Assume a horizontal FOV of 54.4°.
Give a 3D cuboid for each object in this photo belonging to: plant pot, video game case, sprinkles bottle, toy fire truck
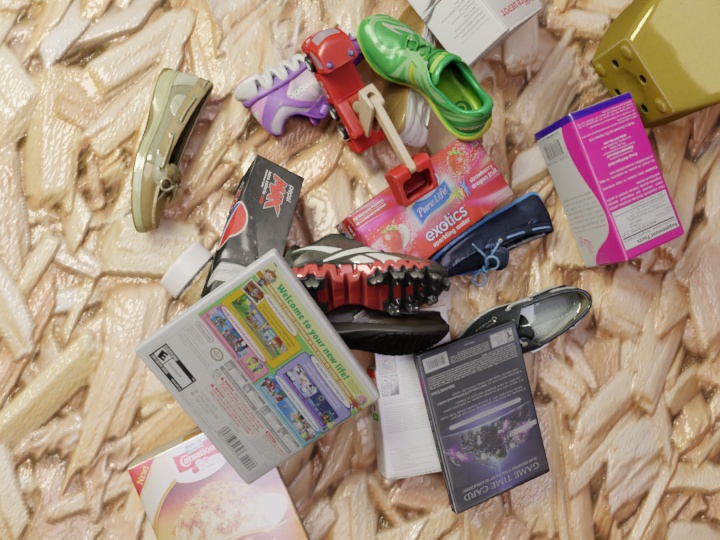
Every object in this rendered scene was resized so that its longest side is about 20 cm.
[{"bbox_3d":[0.436,-0.300,0.941,0.199,0.194,0.197,-36,93,-3],"label":"plant pot"},{"bbox_3d":[-0.106,0.107,0.745,0.181,0.022,0.201,-34,107,6],"label":"video game case"},{"bbox_3d":[0.152,0.179,0.868,0.141,0.019,0.203,-17,97,-19],"label":"video game case"},{"bbox_3d":[-0.144,0.057,0.840,0.200,0.068,0.068,43,78,-6],"label":"sprinkles bottle"},{"bbox_3d":[0.008,-0.181,0.808,0.048,0.141,0.202,-32,115,-9],"label":"toy fire truck"}]

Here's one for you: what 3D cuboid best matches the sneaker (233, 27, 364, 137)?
[{"bbox_3d":[-0.056,-0.233,0.884,0.198,0.080,0.089,-30,99,-8],"label":"sneaker"}]

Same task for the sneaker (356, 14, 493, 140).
[{"bbox_3d":[0.083,-0.242,0.828,0.199,0.084,0.074,40,75,3],"label":"sneaker"}]

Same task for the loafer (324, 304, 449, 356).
[{"bbox_3d":[0.010,0.054,0.825,0.197,0.073,0.072,3,62,-14],"label":"loafer"}]

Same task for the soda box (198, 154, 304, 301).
[{"bbox_3d":[-0.126,-0.031,0.812,0.070,0.063,0.202,24,56,-19],"label":"soda box"}]

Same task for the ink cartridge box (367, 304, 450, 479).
[{"bbox_3d":[0.067,0.152,0.889,0.107,0.050,0.203,-6,86,-12],"label":"ink cartridge box"}]

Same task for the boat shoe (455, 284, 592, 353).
[{"bbox_3d":[0.212,0.072,0.920,0.198,0.060,0.076,-31,93,-13],"label":"boat shoe"}]

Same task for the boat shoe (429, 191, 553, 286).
[{"bbox_3d":[0.172,-0.032,0.908,0.199,0.084,0.069,-33,81,-10],"label":"boat shoe"}]

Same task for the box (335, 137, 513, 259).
[{"bbox_3d":[0.078,-0.075,0.885,0.199,0.095,0.100,-35,93,-12],"label":"box"}]

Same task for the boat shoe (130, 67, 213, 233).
[{"bbox_3d":[-0.227,-0.141,0.839,0.062,0.073,0.204,11,76,-6],"label":"boat shoe"}]

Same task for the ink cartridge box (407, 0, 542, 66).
[{"bbox_3d":[0.124,-0.375,0.896,0.201,0.083,0.145,51,43,-4],"label":"ink cartridge box"}]

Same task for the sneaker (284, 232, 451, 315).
[{"bbox_3d":[0.000,0.000,0.789,0.197,0.072,0.099,-3,41,-5],"label":"sneaker"}]

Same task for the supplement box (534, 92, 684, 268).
[{"bbox_3d":[0.331,-0.117,0.941,0.102,0.101,0.203,-21,91,-14],"label":"supplement box"}]

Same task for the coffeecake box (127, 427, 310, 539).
[{"bbox_3d":[-0.157,0.282,0.817,0.152,0.073,0.202,-24,90,-12],"label":"coffeecake box"}]

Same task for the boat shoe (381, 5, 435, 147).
[{"bbox_3d":[0.072,-0.255,0.920,0.069,0.070,0.203,21,72,-36],"label":"boat shoe"}]
